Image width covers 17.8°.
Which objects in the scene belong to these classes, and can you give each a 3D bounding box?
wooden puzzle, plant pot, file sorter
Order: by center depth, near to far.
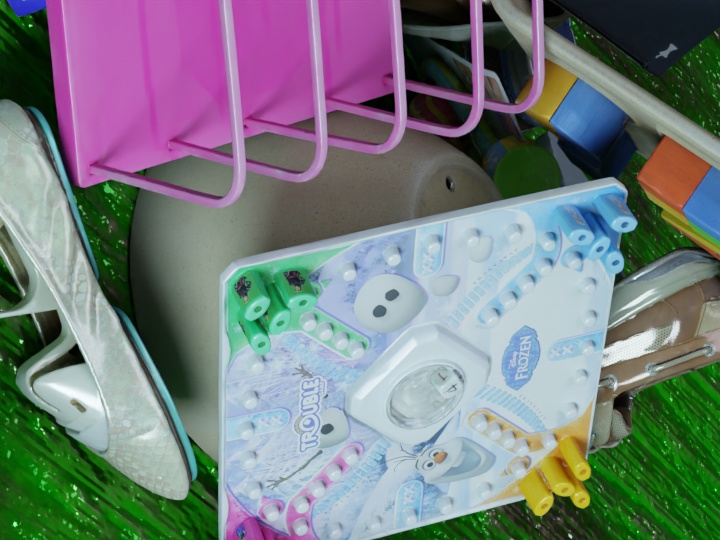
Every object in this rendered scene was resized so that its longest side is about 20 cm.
[{"bbox_3d":[-0.024,-0.119,1.033,0.199,0.125,0.140,-20,115,-39],"label":"file sorter"},{"bbox_3d":[0.145,-0.056,1.147,0.200,0.046,0.185,40,3,16],"label":"wooden puzzle"},{"bbox_3d":[0.000,0.000,1.153,0.200,0.134,0.202,19,65,-48],"label":"plant pot"}]

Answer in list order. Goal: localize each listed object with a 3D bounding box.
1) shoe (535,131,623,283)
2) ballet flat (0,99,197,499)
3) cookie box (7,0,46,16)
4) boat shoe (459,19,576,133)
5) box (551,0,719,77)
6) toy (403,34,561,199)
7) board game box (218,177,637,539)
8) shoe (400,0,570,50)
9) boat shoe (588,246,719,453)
[{"bbox_3d":[0.097,-0.015,1.345,0.072,0.091,0.200,50,13,-14],"label":"shoe"},{"bbox_3d":[-0.140,0.022,1.037,0.062,0.067,0.201,-28,100,-24],"label":"ballet flat"},{"bbox_3d":[-0.135,-0.250,1.093,0.172,0.075,0.200,59,41,-24],"label":"cookie box"},{"bbox_3d":[0.078,-0.176,1.357,0.072,0.072,0.202,22,58,-47],"label":"boat shoe"},{"bbox_3d":[0.116,-0.226,1.203,0.148,0.107,0.201,25,32,-54],"label":"box"},{"bbox_3d":[0.054,-0.066,1.252,0.047,0.200,0.116,-31,109,-8],"label":"toy"},{"bbox_3d":[0.030,0.059,1.092,0.198,0.026,0.201,-13,133,-18],"label":"board game box"},{"bbox_3d":[0.021,-0.161,1.215,0.198,0.053,0.071,11,98,-15],"label":"shoe"},{"bbox_3d":[0.117,0.064,1.236,0.072,0.199,0.076,60,20,9],"label":"boat shoe"}]
